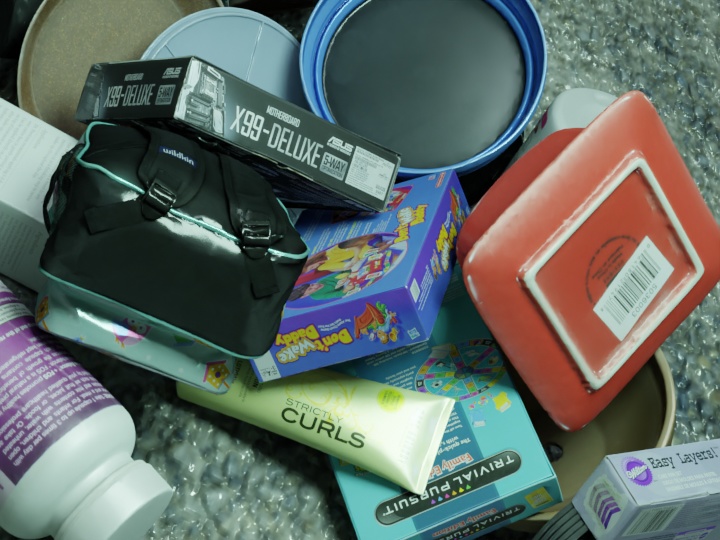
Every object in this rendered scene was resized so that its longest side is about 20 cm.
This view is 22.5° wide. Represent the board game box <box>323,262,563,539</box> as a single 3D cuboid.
[{"bbox_3d":[0.045,0.110,1.356,0.150,0.047,0.201,-22,56,1],"label":"board game box"}]

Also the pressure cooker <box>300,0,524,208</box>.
[{"bbox_3d":[0.035,-0.162,1.588,0.177,0.176,0.201,-9,52,-17],"label":"pressure cooker"}]

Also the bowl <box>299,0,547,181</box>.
[{"bbox_3d":[0.051,-0.164,1.460,0.199,0.039,0.202,-1,70,3],"label":"bowl"}]

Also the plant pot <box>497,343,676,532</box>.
[{"bbox_3d":[0.146,0.123,1.411,0.199,0.093,0.202,-5,57,7],"label":"plant pot"}]

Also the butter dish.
[{"bbox_3d":[0.148,-0.018,1.358,0.148,0.200,0.200,26,-23,52],"label":"butter dish"}]

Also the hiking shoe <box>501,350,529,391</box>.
[{"bbox_3d":[0.058,0.058,1.481,0.199,0.074,0.087,34,67,-9],"label":"hiking shoe"}]

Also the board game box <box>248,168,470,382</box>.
[{"bbox_3d":[0.000,0.000,1.346,0.200,0.134,0.045,-65,136,-60],"label":"board game box"}]

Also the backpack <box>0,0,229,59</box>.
[{"bbox_3d":[-0.209,-0.240,1.511,0.199,0.168,0.126,6,11,-34],"label":"backpack"}]

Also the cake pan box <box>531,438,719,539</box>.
[{"bbox_3d":[0.211,0.201,1.338,0.199,0.185,0.052,-5,48,-37],"label":"cake pan box"}]

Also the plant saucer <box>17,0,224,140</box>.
[{"bbox_3d":[-0.192,-0.159,1.446,0.199,0.202,0.037,-5,18,-38],"label":"plant saucer"}]

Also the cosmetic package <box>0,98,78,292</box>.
[{"bbox_3d":[-0.222,-0.038,1.365,0.199,0.071,0.102,29,41,-6],"label":"cosmetic package"}]

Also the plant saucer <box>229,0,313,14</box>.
[{"bbox_3d":[-0.049,-0.265,1.649,0.199,0.200,0.035,-12,93,-41],"label":"plant saucer"}]

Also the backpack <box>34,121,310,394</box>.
[{"bbox_3d":[-0.134,-0.017,1.234,0.175,0.154,0.200,19,20,-14],"label":"backpack"}]

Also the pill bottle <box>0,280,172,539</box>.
[{"bbox_3d":[-0.220,0.104,1.192,0.200,0.113,0.112,44,40,12],"label":"pill bottle"}]

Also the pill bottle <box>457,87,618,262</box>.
[{"bbox_3d":[0.165,-0.049,1.541,0.113,0.200,0.114,19,42,-18],"label":"pill bottle"}]

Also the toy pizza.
[{"bbox_3d":[-0.111,-0.112,1.470,0.199,0.032,0.202,-4,97,-35],"label":"toy pizza"}]

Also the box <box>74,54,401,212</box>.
[{"bbox_3d":[-0.093,-0.100,1.368,0.199,0.157,0.050,23,80,-34],"label":"box"}]

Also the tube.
[{"bbox_3d":[-0.035,0.098,1.324,0.199,0.058,0.052,18,19,10],"label":"tube"}]
